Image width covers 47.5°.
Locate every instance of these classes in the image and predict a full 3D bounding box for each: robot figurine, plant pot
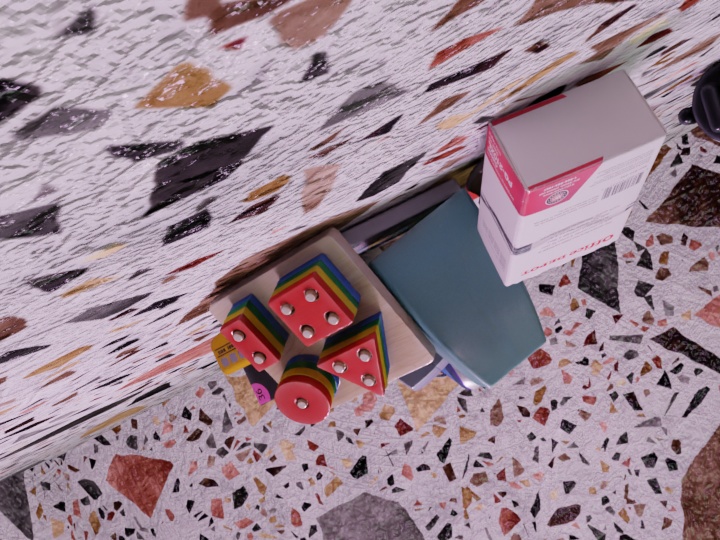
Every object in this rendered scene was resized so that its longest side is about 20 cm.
[{"bbox_3d":[0.568,-0.258,1.217,0.199,0.149,0.127,-21,131,-49],"label":"robot figurine"},{"bbox_3d":[0.123,0.032,0.987,0.141,0.201,0.141,-38,177,-4],"label":"plant pot"}]

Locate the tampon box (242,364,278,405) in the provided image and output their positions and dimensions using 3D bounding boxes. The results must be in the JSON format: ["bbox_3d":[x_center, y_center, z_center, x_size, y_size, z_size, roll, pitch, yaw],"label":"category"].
[{"bbox_3d":[-0.106,0.119,1.437,0.198,0.152,0.126,-29,176,29],"label":"tampon box"}]

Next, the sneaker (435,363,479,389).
[{"bbox_3d":[0.068,0.123,1.152,0.147,0.201,0.080,-45,149,15],"label":"sneaker"}]

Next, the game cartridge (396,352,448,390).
[{"bbox_3d":[0.087,0.050,1.088,0.202,0.132,0.040,-57,151,-3],"label":"game cartridge"}]

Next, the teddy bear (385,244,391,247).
[{"bbox_3d":[0.042,-0.011,1.457,0.144,0.067,0.200,-34,167,17],"label":"teddy bear"}]

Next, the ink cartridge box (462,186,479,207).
[{"bbox_3d":[0.179,-0.101,1.228,0.159,0.051,0.200,-26,178,-16],"label":"ink cartridge box"}]

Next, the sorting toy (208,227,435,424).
[{"bbox_3d":[-0.051,0.084,0.938,0.198,0.199,0.070,-29,-156,30],"label":"sorting toy"}]

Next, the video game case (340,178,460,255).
[{"bbox_3d":[0.023,-0.050,1.056,0.198,0.022,0.182,-27,176,-8],"label":"video game case"}]

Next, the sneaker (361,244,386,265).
[{"bbox_3d":[0.000,0.000,1.174,0.072,0.072,0.200,-7,-172,10],"label":"sneaker"}]

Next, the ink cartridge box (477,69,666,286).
[{"bbox_3d":[0.200,-0.084,0.817,0.143,0.085,0.201,-22,155,-6],"label":"ink cartridge box"}]

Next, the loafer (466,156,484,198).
[{"bbox_3d":[0.209,-0.126,0.923,0.198,0.072,0.073,-29,175,29],"label":"loafer"}]

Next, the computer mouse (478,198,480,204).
[{"bbox_3d":[0.186,-0.062,1.070,0.045,0.142,0.200,-5,158,-27],"label":"computer mouse"}]

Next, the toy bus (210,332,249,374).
[{"bbox_3d":[-0.154,0.095,1.338,0.198,0.079,0.065,-29,175,28],"label":"toy bus"}]
